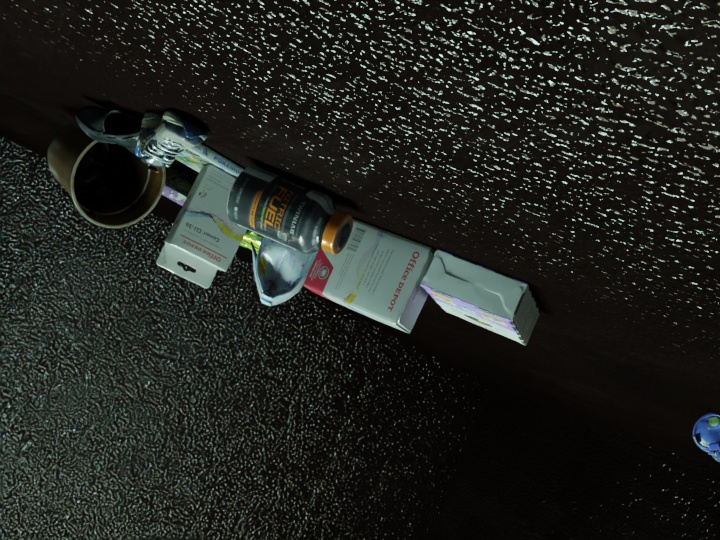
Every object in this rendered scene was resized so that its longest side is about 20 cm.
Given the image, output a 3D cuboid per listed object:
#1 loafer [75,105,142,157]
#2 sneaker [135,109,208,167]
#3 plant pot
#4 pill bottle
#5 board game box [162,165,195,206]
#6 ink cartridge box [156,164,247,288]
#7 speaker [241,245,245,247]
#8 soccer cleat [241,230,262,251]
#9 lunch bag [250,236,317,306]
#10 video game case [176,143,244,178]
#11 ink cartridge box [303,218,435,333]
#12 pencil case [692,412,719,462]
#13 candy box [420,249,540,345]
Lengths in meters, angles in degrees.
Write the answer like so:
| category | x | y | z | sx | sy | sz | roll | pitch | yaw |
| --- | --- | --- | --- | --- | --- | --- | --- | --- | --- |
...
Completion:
| category | x | y | z | sx | sy | sz | roll | pitch | yaw |
| --- | --- | --- | --- | --- | --- | --- | --- | --- | --- |
| loafer | -0.438 | -0.261 | 1.514 | 0.200 | 0.068 | 0.070 | 25 | 155 | 27 |
| sneaker | -0.312 | -0.204 | 1.373 | 0.077 | 0.085 | 0.200 | 29 | 172 | -30 |
| plant pot | -0.540 | -0.212 | 1.749 | 0.198 | 0.201 | 0.200 | 28 | 177 | 43 |
| pill bottle | -0.113 | -0.094 | 1.410 | 0.200 | 0.106 | 0.106 | 23 | 173 | 18 |
| board game box | -0.368 | -0.168 | 1.875 | 0.200 | 0.032 | 0.120 | 31 | -162 | -38 |
| ink cartridge box | -0.272 | -0.076 | 1.528 | 0.116 | 0.200 | 0.067 | 27 | 174 | -21 |
| speaker | -0.286 | -0.109 | 2.014 | 0.200 | 0.089 | 0.088 | 20 | 171 | 38 |
| soccer cleat | -0.217 | -0.058 | 1.795 | 0.200 | 0.084 | 0.065 | 18 | -143 | 8 |
| lunch bag | -0.142 | -0.030 | 1.600 | 0.127 | 0.200 | 0.170 | 25 | 174 | 0 |
| video game case | -0.296 | -0.206 | 1.573 | 0.182 | 0.022 | 0.200 | 30 | 173 | -33 |
| ink cartridge box | 0.022 | 0.004 | 1.491 | 0.200 | 0.148 | 0.086 | 23 | 173 | 25 |
| pencil case | 0.767 | 0.363 | 1.801 | 0.078 | 0.087 | 0.200 | -7 | 157 | 31 |
| candy box | 0.212 | 0.049 | 1.465 | 0.167 | 0.072 | 0.200 | 22 | 172 | 22 |
